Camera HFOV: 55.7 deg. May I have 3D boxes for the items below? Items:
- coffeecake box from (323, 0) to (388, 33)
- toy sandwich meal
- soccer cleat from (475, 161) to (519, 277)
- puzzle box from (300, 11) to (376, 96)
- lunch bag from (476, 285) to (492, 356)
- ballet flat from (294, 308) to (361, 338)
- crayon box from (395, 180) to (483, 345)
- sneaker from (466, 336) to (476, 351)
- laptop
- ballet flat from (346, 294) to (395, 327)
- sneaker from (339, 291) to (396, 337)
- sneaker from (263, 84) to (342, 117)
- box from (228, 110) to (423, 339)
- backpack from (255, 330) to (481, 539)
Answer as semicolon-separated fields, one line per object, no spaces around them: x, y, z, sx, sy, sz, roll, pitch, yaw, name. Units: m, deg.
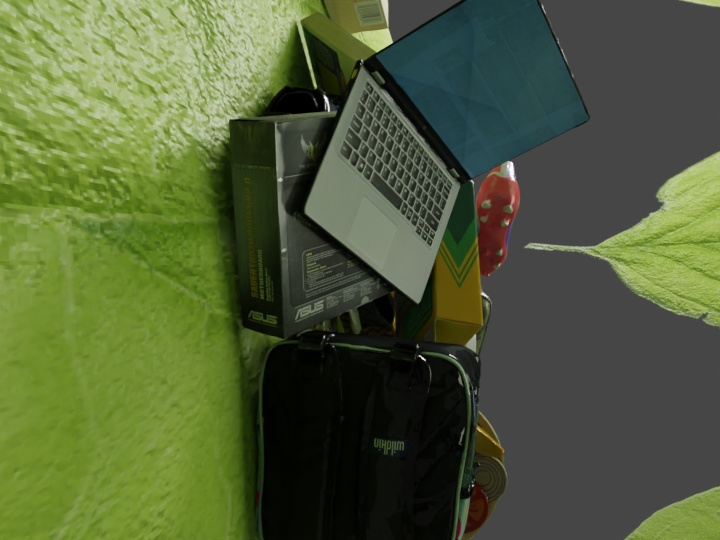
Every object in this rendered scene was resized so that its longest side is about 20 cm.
-0.012;-0.426;0.841;0.154;0.072;0.202;56;32;-66;coffeecake box
0.060;0.217;0.705;0.070;0.203;0.207;-139;-136;-80;toy sandwich meal
0.178;-0.063;0.937;0.200;0.066;0.077;92;15;-58;soccer cleat
-0.004;-0.168;0.752;0.133;0.025;0.201;49;-18;40;puzzle box
0.096;0.087;1.021;0.168;0.138;0.201;-106;-155;-68;lunch bag
-0.030;0.073;0.656;0.076;0.063;0.202;-56;142;-70;ballet flat
0.076;0.020;0.700;0.126;0.051;0.201;118;-21;-57;crayon box
0.084;0.058;0.834;0.201;0.084;0.073;-96;-152;-47;sneaker
0.078;-0.088;0.540;0.187;0.115;0.201;37;69;-50;laptop
0.011;-0.037;0.673;0.066;0.056;0.201;-41;137;-52;ballet flat
0.000;0.000;0.773;0.090;0.074;0.201;-61;141;-71;sneaker
-0.043;-0.139;0.629;0.200;0.070;0.078;-73;164;-56;sneaker
-0.015;-0.050;0.562;0.199;0.048;0.160;-21;115;-49;box
0.007;0.153;0.548;0.150;0.176;0.202;18;76;-74;backpack
